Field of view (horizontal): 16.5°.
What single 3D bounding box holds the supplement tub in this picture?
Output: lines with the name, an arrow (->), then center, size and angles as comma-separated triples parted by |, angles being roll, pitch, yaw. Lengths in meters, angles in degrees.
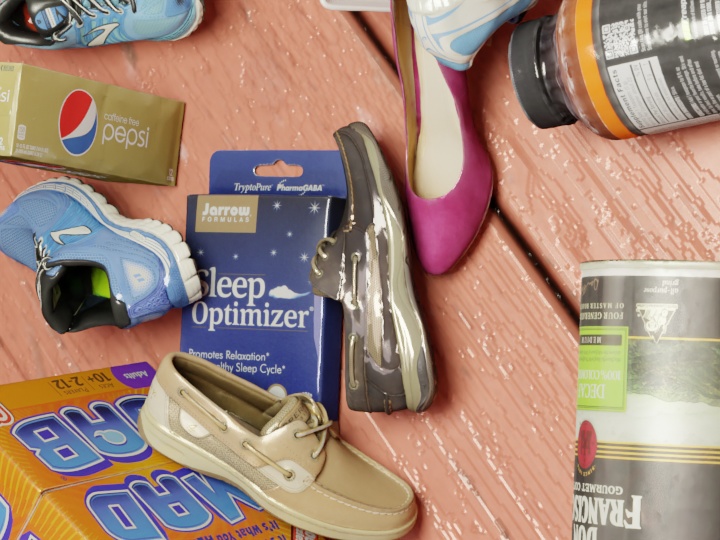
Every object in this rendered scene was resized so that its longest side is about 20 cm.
supplement tub -> 0.195, -0.142, 1.545 | 0.199, 0.107, 0.107 | -10, 82, 29

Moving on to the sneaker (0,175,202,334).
sneaker -> -0.204, -0.007, 1.749 | 0.200, 0.089, 0.079 | 18, 131, 46

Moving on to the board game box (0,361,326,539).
board game box -> -0.188, 0.208, 1.670 | 0.200, 0.200, 0.200 | 42, 117, 25

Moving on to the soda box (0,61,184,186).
soda box -> -0.204, -0.100, 1.715 | 0.067, 0.200, 0.064 | 5, 89, 29

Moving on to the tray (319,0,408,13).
tray -> -0.011, -0.261, 1.670 | 0.022, 0.107, 0.201 | -32, 66, 47

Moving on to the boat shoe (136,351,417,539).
boat shoe -> -0.050, 0.118, 1.650 | 0.199, 0.071, 0.065 | 23, 121, 0

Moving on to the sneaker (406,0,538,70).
sneaker -> 0.103, -0.209, 1.594 | 0.072, 0.073, 0.200 | 26, 62, 38

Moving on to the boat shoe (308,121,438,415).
boat shoe -> 0.000, 0.000, 1.654 | 0.073, 0.075, 0.201 | -12, 79, 3

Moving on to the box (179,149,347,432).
box -> -0.068, 0.014, 1.729 | 0.121, 0.032, 0.201 | 1, 86, 30

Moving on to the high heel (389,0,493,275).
high heel -> 0.042, -0.098, 1.629 | 0.067, 0.096, 0.201 | 15, 97, 38

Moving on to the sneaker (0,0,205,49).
sneaker -> -0.187, -0.184, 1.746 | 0.200, 0.090, 0.079 | -11, 100, 48

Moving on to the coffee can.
coffee can -> 0.202, 0.097, 1.503 | 0.146, 0.146, 0.201 | 1, 87, 30
